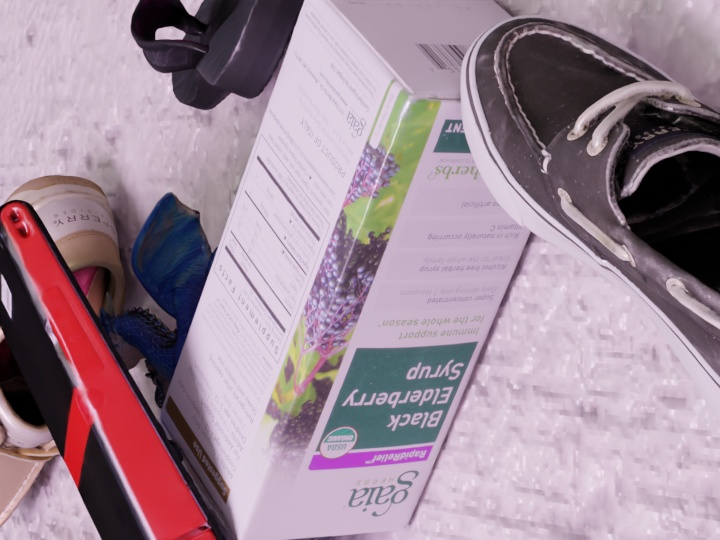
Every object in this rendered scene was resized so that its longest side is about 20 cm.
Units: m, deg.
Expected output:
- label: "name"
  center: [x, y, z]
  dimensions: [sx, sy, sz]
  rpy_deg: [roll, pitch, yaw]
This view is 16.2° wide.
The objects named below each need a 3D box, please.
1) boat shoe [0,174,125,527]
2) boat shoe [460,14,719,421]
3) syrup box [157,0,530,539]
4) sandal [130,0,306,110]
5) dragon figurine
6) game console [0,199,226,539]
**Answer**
- label: "boat shoe"
  center: [-0.161, 0.054, 1.182]
  dimensions: [0.069, 0.073, 0.200]
  rpy_deg: [58, 135, 47]
- label: "boat shoe"
  center: [0.096, -0.027, 0.780]
  dimensions: [0.200, 0.071, 0.064]
  rpy_deg: [49, 163, 36]
- label: "syrup box"
  center: [0.000, 0.000, 0.931]
  dimensions: [0.081, 0.079, 0.201]
  rpy_deg: [51, 131, 43]
- label: "sandal"
  center: [-0.059, -0.106, 0.994]
  dimensions: [0.200, 0.048, 0.076]
  rpy_deg: [-169, 102, -79]
- label: "dragon figurine"
  center: [-0.057, 0.002, 1.035]
  dimensions: [0.100, 0.059, 0.200]
  rpy_deg: [59, 137, 38]
- label: "game console"
  center: [-0.101, 0.069, 1.027]
  dimensions: [0.177, 0.031, 0.200]
  rpy_deg: [64, 167, 8]
